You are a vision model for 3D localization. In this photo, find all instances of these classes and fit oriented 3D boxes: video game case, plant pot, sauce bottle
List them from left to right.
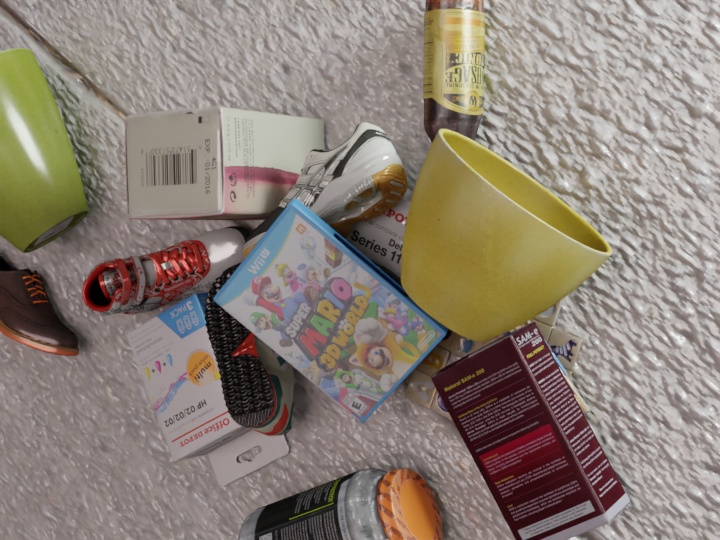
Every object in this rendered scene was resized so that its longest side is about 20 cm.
[{"bbox_3d":[-0.418,-0.130,1.638,0.187,0.187,0.201,-34,90,25],"label":"plant pot"},{"bbox_3d":[-0.031,0.043,1.364,0.200,0.018,0.143,40,117,-4],"label":"video game case"},{"bbox_3d":[0.096,-0.178,1.396,0.065,0.066,0.202,0,93,29],"label":"sauce bottle"},{"bbox_3d":[0.117,-0.019,1.302,0.200,0.200,0.142,41,105,22],"label":"plant pot"}]

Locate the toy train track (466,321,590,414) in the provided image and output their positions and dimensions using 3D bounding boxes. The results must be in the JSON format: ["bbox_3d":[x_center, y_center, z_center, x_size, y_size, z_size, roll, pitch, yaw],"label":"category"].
[{"bbox_3d":[0.161,0.065,1.373,0.115,0.032,0.201,-40,74,24],"label":"toy train track"}]

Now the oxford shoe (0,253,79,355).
[{"bbox_3d":[-0.415,0.039,1.686,0.199,0.071,0.073,32,101,25],"label":"oxford shoe"}]

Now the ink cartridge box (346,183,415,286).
[{"bbox_3d":[0.000,0.000,1.441,0.146,0.083,0.201,27,103,26],"label":"ink cartridge box"}]

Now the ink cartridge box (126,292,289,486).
[{"bbox_3d":[-0.173,0.138,1.551,0.115,0.068,0.201,-29,77,27],"label":"ink cartridge box"}]

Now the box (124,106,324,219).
[{"bbox_3d":[-0.140,-0.109,1.450,0.127,0.199,0.110,-1,91,30],"label":"box"}]

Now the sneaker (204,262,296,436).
[{"bbox_3d":[-0.116,0.092,1.512,0.070,0.093,0.201,-21,60,14],"label":"sneaker"}]

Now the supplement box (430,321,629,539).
[{"bbox_3d":[0.166,0.165,1.342,0.108,0.061,0.201,-30,86,34],"label":"supplement box"}]

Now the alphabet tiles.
[{"bbox_3d":[0.144,0.071,1.405,0.166,0.008,0.202,23,103,27],"label":"alphabet tiles"}]

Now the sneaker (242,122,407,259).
[{"bbox_3d":[-0.041,-0.074,1.386,0.199,0.075,0.088,-31,59,23],"label":"sneaker"}]

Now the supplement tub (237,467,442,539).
[{"bbox_3d":[-0.021,0.283,1.438,0.199,0.122,0.124,-25,79,28],"label":"supplement tub"}]

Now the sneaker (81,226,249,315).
[{"bbox_3d":[-0.223,0.004,1.553,0.200,0.108,0.068,-20,81,28],"label":"sneaker"}]
